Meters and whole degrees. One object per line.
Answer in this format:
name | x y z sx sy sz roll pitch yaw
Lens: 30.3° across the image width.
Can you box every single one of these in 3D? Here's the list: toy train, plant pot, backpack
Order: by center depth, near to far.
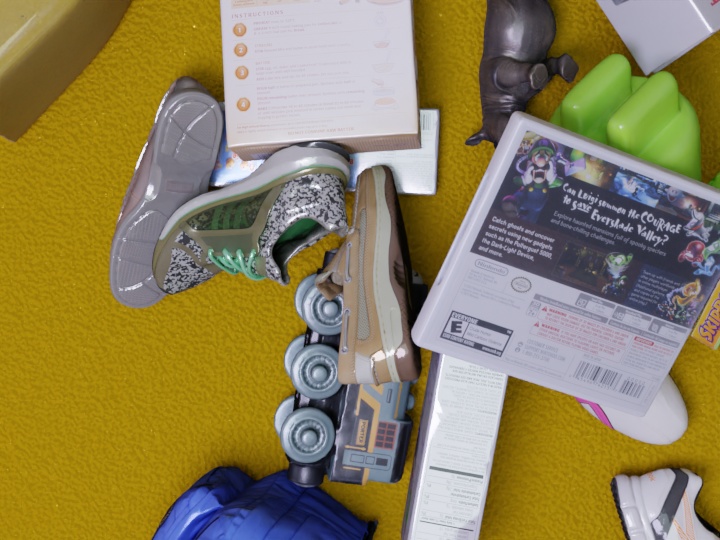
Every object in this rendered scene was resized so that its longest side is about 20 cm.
plant pot | -0.280 -0.248 1.050 0.200 0.196 0.195 -41 91 -2
backpack | -0.095 0.254 1.068 0.167 0.200 0.163 29 97 1
toy train | -0.006 0.085 1.112 0.113 0.085 0.202 9 93 -10

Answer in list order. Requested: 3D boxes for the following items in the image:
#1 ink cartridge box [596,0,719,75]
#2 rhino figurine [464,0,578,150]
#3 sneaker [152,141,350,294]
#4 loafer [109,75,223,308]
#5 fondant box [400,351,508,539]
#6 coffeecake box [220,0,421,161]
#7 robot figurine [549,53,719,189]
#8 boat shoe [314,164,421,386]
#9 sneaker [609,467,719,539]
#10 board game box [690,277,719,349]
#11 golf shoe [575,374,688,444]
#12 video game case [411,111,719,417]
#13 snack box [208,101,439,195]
ink cartridge box | 0.232 -0.277 1.028 0.147 0.086 0.201 -36 91 -31
rhino figurine | 0.130 -0.165 1.080 0.059 0.087 0.202 4 98 -36
sneaker | -0.088 -0.022 1.061 0.199 0.077 0.089 -32 54 24
loafer | -0.163 -0.066 1.119 0.071 0.063 0.201 12 114 -23
fondant box | 0.075 0.143 1.074 0.058 0.144 0.202 11 96 1
coffeecake box | -0.032 -0.198 1.075 0.152 0.073 0.202 -4 85 5
robot figurine | 0.206 -0.067 1.032 0.175 0.201 0.116 28 60 35
boat shoe | 0.000 0.000 1.038 0.075 0.201 0.072 -11 138 9
sneaker | 0.273 0.259 1.106 0.079 0.074 0.202 -17 94 3
board game box | 0.311 -0.024 1.015 0.030 0.200 0.096 32 127 19
golf shoe | 0.192 0.072 1.087 0.200 0.092 0.073 45 95 -2
video game case | 0.160 0.001 0.962 0.198 0.023 0.183 18 110 -17
snack box | -0.033 -0.103 1.122 0.198 0.024 0.073 3 96 4
